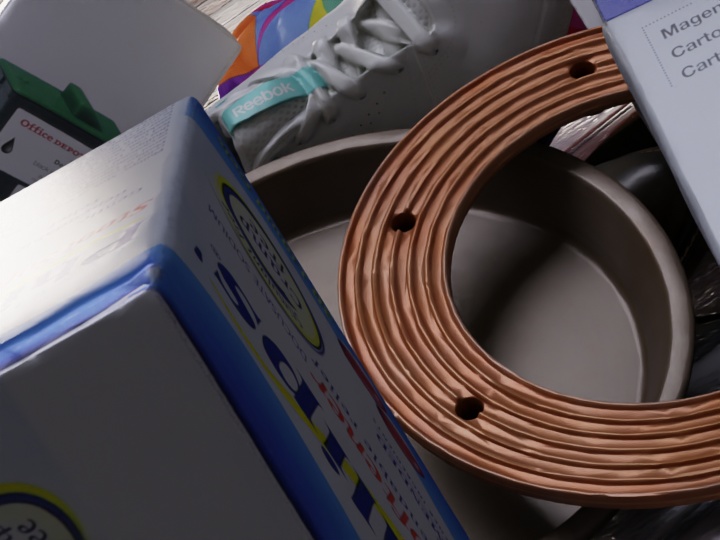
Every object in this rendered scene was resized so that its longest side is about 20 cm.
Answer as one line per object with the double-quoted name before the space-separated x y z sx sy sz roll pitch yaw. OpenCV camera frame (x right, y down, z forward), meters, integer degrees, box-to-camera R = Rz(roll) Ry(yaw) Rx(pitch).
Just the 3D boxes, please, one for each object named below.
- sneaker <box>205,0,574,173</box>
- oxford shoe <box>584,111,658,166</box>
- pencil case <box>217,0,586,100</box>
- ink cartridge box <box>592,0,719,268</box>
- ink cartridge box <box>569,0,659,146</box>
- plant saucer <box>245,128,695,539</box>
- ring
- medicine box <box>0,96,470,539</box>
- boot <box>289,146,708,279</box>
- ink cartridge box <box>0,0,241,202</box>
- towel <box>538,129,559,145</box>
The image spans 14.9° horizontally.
"sneaker" -0.007 -0.059 0.956 0.088 0.075 0.200 4 -45 -48
"oxford shoe" 0.167 -0.074 1.013 0.200 0.071 0.071 -28 9 21
"pencil case" 0.029 -0.085 1.060 0.088 0.088 0.200 -40 16 -35
"ink cartridge box" 0.178 -0.078 0.819 0.196 0.043 0.200 -25 46 5
"ink cartridge box" 0.182 -0.095 0.922 0.200 0.115 0.068 -30 -24 3
"plant saucer" 0.006 0.035 0.857 0.200 0.029 0.200 -9 47 10
"ring" 0.092 -0.005 0.836 0.200 0.019 0.200 -9 45 9
"medicine box" -0.040 0.074 0.667 0.103 0.182 0.200 -30 13 5
"boot" 0.022 0.005 0.940 0.200 0.097 0.075 -31 55 33
"ink cartridge box" -0.143 -0.010 1.006 0.200 0.084 0.146 -60 11 -30
"towel" 0.048 -0.127 1.145 0.145 0.024 0.200 -59 36 18
